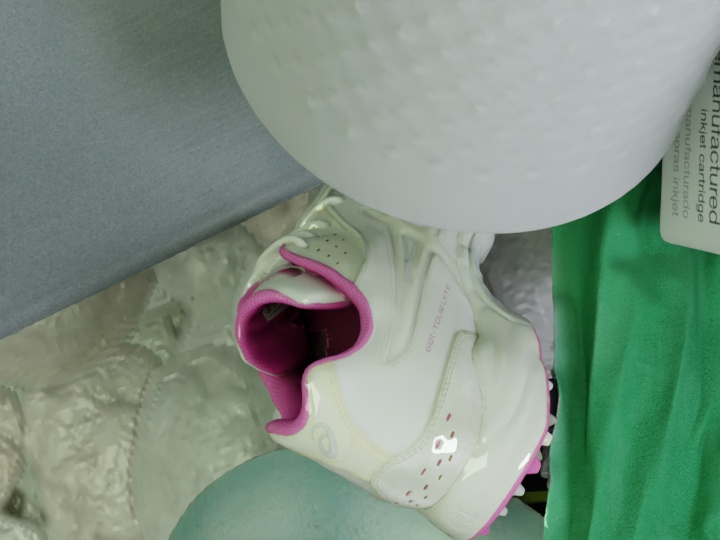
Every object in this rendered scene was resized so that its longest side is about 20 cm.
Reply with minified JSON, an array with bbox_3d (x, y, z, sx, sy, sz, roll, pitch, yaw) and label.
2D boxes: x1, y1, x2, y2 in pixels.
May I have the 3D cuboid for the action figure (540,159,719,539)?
[{"bbox_3d":[0.096,0.048,0.792,0.118,0.055,0.201,16,67,-12],"label":"action figure"}]

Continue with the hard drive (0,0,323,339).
[{"bbox_3d":[-0.109,-0.055,0.770,0.200,0.033,0.140,-26,118,-10],"label":"hard drive"}]

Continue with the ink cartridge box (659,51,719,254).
[{"bbox_3d":[0.174,-0.068,0.699,0.084,0.200,0.146,-2,98,-25],"label":"ink cartridge box"}]

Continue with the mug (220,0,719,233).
[{"bbox_3d":[0.020,-0.125,0.670,0.199,0.175,0.148,16,56,-1],"label":"mug"}]

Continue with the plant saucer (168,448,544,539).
[{"bbox_3d":[0.009,0.155,0.842,0.200,0.039,0.202,12,121,20],"label":"plant saucer"}]

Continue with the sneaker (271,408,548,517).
[{"bbox_3d":[0.060,0.096,0.856,0.200,0.075,0.077,26,129,15],"label":"sneaker"}]

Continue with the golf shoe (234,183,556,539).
[{"bbox_3d":[0.000,0.000,0.804,0.091,0.200,0.075,17,120,-24],"label":"golf shoe"}]
